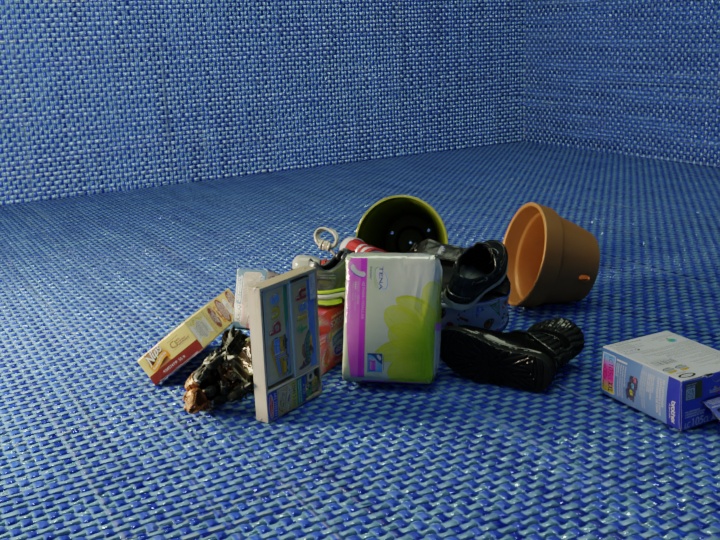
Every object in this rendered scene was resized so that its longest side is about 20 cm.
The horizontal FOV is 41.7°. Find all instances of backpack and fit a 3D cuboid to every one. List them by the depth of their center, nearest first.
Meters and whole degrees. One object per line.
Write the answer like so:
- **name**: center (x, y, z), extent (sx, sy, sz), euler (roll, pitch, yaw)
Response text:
- **backpack**: center (0.166, 0.055, 1.631), extent (0.186, 0.157, 0.201), euler (-3, 31, 8)

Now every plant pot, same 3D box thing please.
- **plant pot**: center (0.373, -0.020, 1.847), extent (0.137, 0.204, 0.200), euler (11, 11, -16)
- **plant pot**: center (0.100, -0.058, 2.046), extent (0.196, 0.205, 0.193), euler (0, 3, 10)

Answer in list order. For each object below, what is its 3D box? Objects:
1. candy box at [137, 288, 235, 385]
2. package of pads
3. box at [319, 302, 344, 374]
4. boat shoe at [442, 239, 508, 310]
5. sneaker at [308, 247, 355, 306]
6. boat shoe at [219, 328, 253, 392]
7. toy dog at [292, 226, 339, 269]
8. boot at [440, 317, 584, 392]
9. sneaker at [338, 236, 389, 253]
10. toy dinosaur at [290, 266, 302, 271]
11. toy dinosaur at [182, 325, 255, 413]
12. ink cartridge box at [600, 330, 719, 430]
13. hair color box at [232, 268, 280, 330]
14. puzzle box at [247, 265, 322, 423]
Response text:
- **candy box**: center (-0.280, 0.108, 1.590), extent (0.115, 0.056, 0.200), euler (-36, 4, 19)
- **package of pads**: center (0.052, 0.074, 1.481), extent (0.151, 0.205, 0.068), euler (1, -2, 11)
- **box**: center (-0.069, 0.099, 1.606), extent (0.093, 0.105, 0.199), euler (5, 17, 26)
- **boat shoe**: center (0.196, -0.012, 1.549), extent (0.074, 0.067, 0.199), euler (28, 39, 23)
- **sneaker**: center (0.000, 0.000, 1.569), extent (0.196, 0.083, 0.074), euler (-16, 16, -21)
- **boat shoe**: center (-0.169, 0.141, 1.511), extent (0.074, 0.077, 0.200), euler (-14, 19, -38)
- **toy dog**: center (-0.034, 0.012, 1.933), extent (0.197, 0.097, 0.133), euler (26, 59, 16)
- **boot**: center (0.240, 0.119, 1.513), extent (0.208, 0.081, 0.157), euler (18, 29, 26)
- **sneaker**: center (0.046, 0.029, 1.696), extent (0.071, 0.201, 0.112), euler (-46, 27, -11)
- **toy dinosaur**: center (-0.048, 0.029, 1.757), extent (0.198, 0.048, 0.088), euler (32, 13, -19)
- **toy dinosaur**: center (-0.213, 0.172, 1.407), extent (0.134, 0.103, 0.201), euler (-31, 29, 15)
- **ink cartridge box**: center (0.456, 0.158, 1.346), extent (0.134, 0.078, 0.199), euler (-10, 15, -24)
- **hair color box**: center (-0.153, 0.059, 1.652), extent (0.059, 0.102, 0.200), euler (3, -5, 18)
- **puzzle box**: center (-0.109, 0.106, 1.388), extent (0.025, 0.204, 0.132), euler (9, 19, 35)
